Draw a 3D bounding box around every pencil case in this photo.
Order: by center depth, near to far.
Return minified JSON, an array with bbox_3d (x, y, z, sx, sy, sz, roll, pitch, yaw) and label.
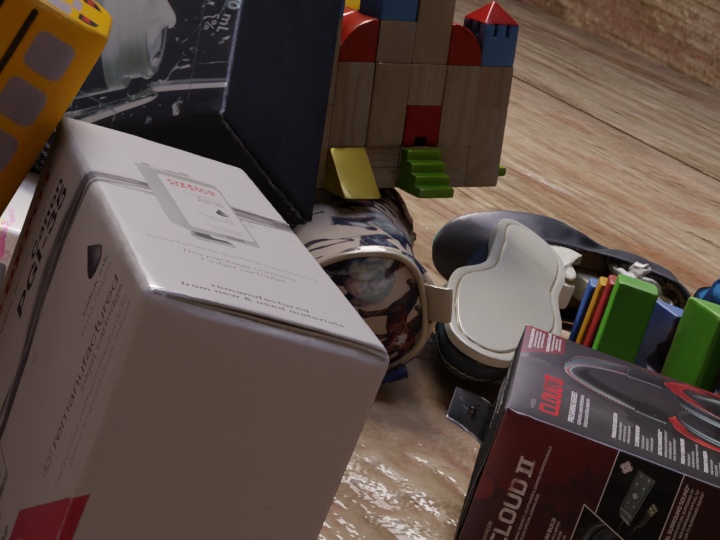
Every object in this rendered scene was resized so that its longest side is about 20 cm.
[{"bbox_3d":[0.000,0.000,1.033,0.089,0.078,0.200,8,15,-5],"label":"pencil case"}]

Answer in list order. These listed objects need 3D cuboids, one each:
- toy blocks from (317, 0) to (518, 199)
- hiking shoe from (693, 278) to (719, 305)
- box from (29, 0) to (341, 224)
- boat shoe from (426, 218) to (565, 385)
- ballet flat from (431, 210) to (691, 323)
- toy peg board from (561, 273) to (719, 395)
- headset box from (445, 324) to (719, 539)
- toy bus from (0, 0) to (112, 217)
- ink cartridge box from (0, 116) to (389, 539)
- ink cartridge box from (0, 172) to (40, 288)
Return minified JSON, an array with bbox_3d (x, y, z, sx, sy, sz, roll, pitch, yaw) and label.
[{"bbox_3d":[0.017,-0.122,1.072,0.199,0.138,0.100,-2,18,-32],"label":"toy blocks"},{"bbox_3d":[0.281,0.014,1.213,0.074,0.087,0.200,17,-2,-9],"label":"hiking shoe"},{"bbox_3d":[-0.122,-0.132,0.950,0.195,0.201,0.124,-2,-25,20],"label":"box"},{"bbox_3d":[0.074,0.027,1.058,0.075,0.062,0.200,34,23,-4],"label":"boat shoe"},{"bbox_3d":[0.145,0.007,1.223,0.199,0.073,0.073,15,14,-25],"label":"ballet flat"},{"bbox_3d":[0.205,0.059,1.046,0.199,0.098,0.199,20,14,1],"label":"toy peg board"},{"bbox_3d":[0.133,0.101,0.835,0.199,0.075,0.149,20,15,5],"label":"headset box"},{"bbox_3d":[-0.177,-0.028,0.671,0.078,0.201,0.065,30,12,-15],"label":"toy bus"},{"bbox_3d":[-0.077,0.048,0.616,0.082,0.147,0.200,16,13,-22],"label":"ink cartridge box"},{"bbox_3d":[-0.198,-0.012,0.844,0.199,0.068,0.117,16,14,-16],"label":"ink cartridge box"}]
